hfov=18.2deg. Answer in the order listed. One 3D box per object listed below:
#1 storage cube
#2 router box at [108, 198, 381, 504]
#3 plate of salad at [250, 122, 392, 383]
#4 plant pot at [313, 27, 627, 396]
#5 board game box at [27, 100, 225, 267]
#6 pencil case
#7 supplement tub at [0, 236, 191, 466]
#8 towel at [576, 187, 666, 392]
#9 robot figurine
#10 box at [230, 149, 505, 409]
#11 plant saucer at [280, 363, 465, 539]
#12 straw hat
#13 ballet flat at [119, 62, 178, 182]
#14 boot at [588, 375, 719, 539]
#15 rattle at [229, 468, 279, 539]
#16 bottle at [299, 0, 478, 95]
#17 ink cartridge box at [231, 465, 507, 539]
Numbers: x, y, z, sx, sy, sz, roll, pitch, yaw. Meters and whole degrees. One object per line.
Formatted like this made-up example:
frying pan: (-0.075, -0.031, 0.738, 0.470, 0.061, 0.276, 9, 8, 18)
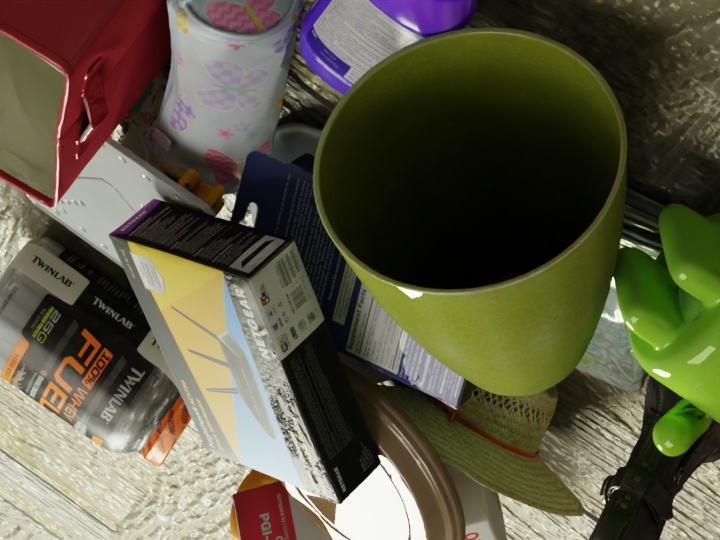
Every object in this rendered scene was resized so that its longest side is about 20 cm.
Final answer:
storage cube: (-0.224, -0.188, 1.491, 0.199, 0.180, 0.171, 31, 150, 7)
router box: (-0.079, 0.055, 1.555, 0.148, 0.051, 0.201, 17, 138, 44)
plate of salad: (-0.014, -0.015, 1.635, 0.200, 0.048, 0.202, 35, 137, 41)
plant pot: (0.083, -0.014, 1.381, 0.186, 0.188, 0.201, 18, 154, 24)
board game box: (-0.174, -0.055, 1.643, 0.199, 0.026, 0.200, 35, 158, 16)
pencil case: (-0.094, -0.136, 1.533, 0.090, 0.084, 0.200, 10, 148, -5)
supplement tub: (-0.227, 0.072, 1.917, 0.199, 0.123, 0.123, 34, 150, -1)
towel: (0.135, -0.004, 1.536, 0.170, 0.048, 0.201, 28, 149, 11)
robot figurine: (0.249, 0.042, 1.408, 0.199, 0.116, 0.175, 34, 117, -26)
box: (0.000, 0.000, 1.549, 0.199, 0.032, 0.122, 24, 118, 18)
plant saucer: (-0.006, 0.146, 1.643, 0.199, 0.029, 0.201, 35, 148, 26)
straw hat: (0.097, 0.096, 1.666, 0.200, 0.086, 0.201, 26, -171, -4)
ballet flat: (-0.156, -0.077, 1.696, 0.075, 0.064, 0.201, 22, 148, 21)
boot: (0.200, 0.148, 1.543, 0.069, 0.175, 0.200, 18, 163, 22)
rattle: (-0.101, 0.101, 1.828, 0.130, 0.143, 0.200, 43, 167, 34)
bottle: (0.030, -0.174, 1.378, 0.083, 0.066, 0.200, 34, 150, -7)
ink cartridge box: (0.014, 0.215, 1.802, 0.198, 0.083, 0.147, -16, 150, 6)
